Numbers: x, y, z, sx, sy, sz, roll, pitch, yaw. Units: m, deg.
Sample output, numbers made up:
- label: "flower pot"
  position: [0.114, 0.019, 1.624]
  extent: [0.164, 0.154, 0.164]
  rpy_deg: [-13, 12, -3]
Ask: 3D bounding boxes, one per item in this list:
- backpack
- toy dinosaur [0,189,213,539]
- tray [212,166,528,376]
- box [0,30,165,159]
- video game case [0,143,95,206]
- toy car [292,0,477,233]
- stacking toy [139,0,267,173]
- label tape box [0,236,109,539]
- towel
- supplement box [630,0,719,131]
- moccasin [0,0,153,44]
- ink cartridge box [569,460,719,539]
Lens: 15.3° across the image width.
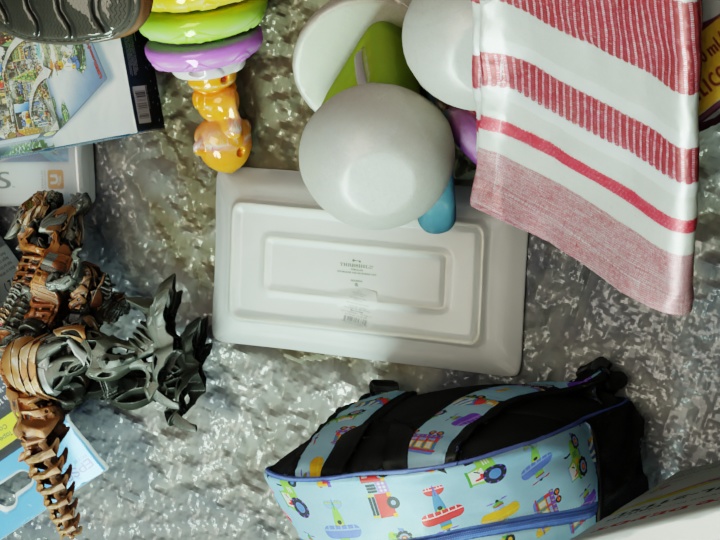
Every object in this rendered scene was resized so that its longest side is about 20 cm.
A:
- label: "backpack"
  position: [0.049, 0.130, 1.454]
  extent: [0.182, 0.200, 0.135]
  rpy_deg: [-6, 94, 24]
- label: "toy dinosaur"
  position: [-0.163, 0.052, 1.577]
  extent: [0.135, 0.102, 0.201]
  rpy_deg: [-3, 93, 9]
- label: "tray"
  position: [0.000, 0.000, 1.559]
  extent: [0.199, 0.022, 0.108]
  rpy_deg: [6, 100, 24]
- label: "box"
  position: [-0.200, -0.171, 1.595]
  extent: [0.136, 0.038, 0.201]
  rpy_deg: [-8, 94, 25]
- label: "video game case"
  position: [-0.251, -0.139, 1.656]
  extent: [0.182, 0.023, 0.201]
  rpy_deg: [0, 96, 24]
- label: "toy car"
  position: [0.058, -0.102, 1.463]
  extent: [0.150, 0.175, 0.200]
  rpy_deg: [33, 113, -21]
- label: "stacking toy"
  position: [-0.091, -0.152, 1.550]
  extent: [0.110, 0.116, 0.201]
  rpy_deg: [12, 119, 43]
- label: "label tape box"
  position: [-0.254, 0.065, 1.656]
  extent: [0.143, 0.066, 0.200]
  rpy_deg: [-34, 95, 24]
- label: "towel"
  position: [0.107, -0.086, 1.299]
  extent: [0.144, 0.023, 0.201]
  rpy_deg: [30, 138, 37]
- label: "supplement box"
  position: [0.158, -0.185, 1.305]
  extent: [0.131, 0.103, 0.200]
  rpy_deg: [-40, 81, 31]
- label: "moccasin"
  position: [-0.200, -0.167, 1.533]
  extent: [0.201, 0.078, 0.074]
  rpy_deg: [6, 101, 33]
- label: "ink cartridge box"
  position: [0.208, 0.144, 1.383]
  extent: [0.145, 0.200, 0.083]
  rpy_deg: [-17, 89, 25]
